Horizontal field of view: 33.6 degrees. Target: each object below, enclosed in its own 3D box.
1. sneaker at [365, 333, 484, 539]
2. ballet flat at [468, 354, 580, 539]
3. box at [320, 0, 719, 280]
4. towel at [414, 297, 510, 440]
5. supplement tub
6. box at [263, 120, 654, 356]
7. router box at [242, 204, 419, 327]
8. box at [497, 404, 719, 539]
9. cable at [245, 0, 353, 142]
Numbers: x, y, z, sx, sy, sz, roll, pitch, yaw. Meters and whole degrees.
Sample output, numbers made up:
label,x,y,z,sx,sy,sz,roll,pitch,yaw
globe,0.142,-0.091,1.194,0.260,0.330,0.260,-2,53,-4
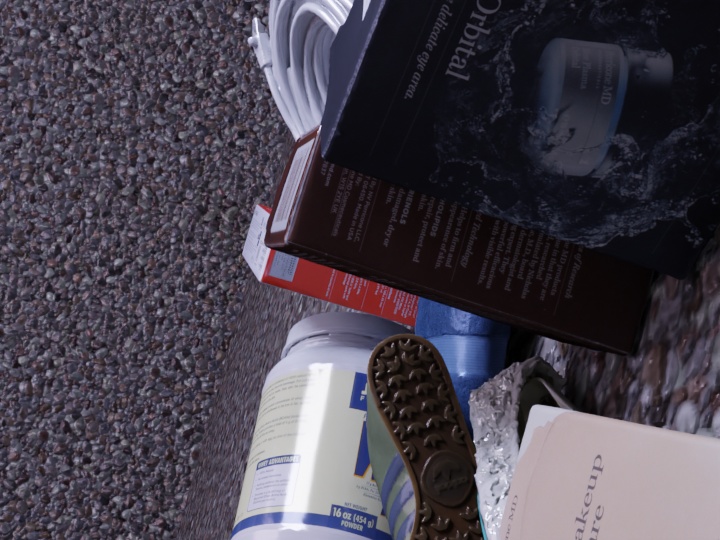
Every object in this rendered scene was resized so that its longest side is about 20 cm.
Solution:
label,x,y,z,sx,sy,sz,roll,pitch,yaw
sneaker,0.047,0.144,0.727,0.090,0.066,0.202,94,162,-74
ballet flat,0.096,0.107,0.634,0.201,0.071,0.072,-95,24,-62
box,0.105,-0.129,0.566,0.118,0.198,0.198,-87,17,-54
towel,0.067,0.048,0.817,0.112,0.048,0.203,161,114,-76
supplement tub,-0.015,0.149,0.916,0.145,0.143,0.202,123,161,-56
box,0.053,-0.017,0.664,0.100,0.198,0.076,-176,105,-78
router box,0.000,0.000,0.970,0.200,0.178,0.049,-148,75,-78
box,0.122,0.109,0.448,0.200,0.077,0.096,164,122,-77
cable,0.003,-0.129,0.811,0.200,0.069,0.202,-7,103,66
